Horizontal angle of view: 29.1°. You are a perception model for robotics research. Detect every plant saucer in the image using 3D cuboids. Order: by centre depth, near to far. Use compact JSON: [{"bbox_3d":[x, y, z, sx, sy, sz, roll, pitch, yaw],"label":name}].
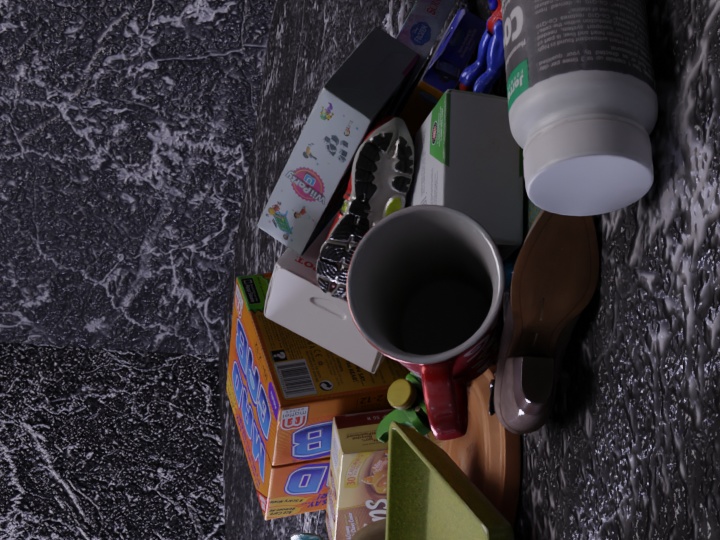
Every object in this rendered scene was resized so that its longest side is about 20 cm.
[{"bbox_3d":[0.088,0.270,1.322,0.200,0.047,0.203,-136,41,-54],"label":"plant saucer"},{"bbox_3d":[0.116,0.195,1.386,0.200,0.032,0.204,-176,90,-78],"label":"plant saucer"}]

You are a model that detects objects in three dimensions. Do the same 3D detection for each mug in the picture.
[{"bbox_3d":[0.060,0.053,1.231,0.200,0.132,0.180,55,-125,-74],"label":"mug"}]

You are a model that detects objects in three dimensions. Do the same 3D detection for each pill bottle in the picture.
[{"bbox_3d":[0.166,-0.153,1.051,0.113,0.111,0.203,116,155,-62],"label":"pill bottle"}]

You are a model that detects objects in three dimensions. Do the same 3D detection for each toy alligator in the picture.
[{"bbox_3d":[0.089,0.099,1.392,0.054,0.059,0.201,36,89,40],"label":"toy alligator"}]

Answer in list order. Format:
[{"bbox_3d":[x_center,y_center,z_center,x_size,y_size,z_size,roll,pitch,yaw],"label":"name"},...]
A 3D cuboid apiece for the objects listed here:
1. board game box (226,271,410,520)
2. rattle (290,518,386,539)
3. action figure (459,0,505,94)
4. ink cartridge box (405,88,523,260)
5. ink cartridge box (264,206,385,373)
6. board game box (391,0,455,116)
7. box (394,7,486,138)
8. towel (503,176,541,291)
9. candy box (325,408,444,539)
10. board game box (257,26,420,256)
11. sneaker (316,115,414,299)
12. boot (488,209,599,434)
[{"bbox_3d":[-0.034,0.134,1.613,0.202,0.197,0.201,100,156,-43],"label":"board game box"},{"bbox_3d":[-0.006,0.315,1.524,0.143,0.197,0.132,-112,29,-65],"label":"rattle"},{"bbox_3d":[0.139,-0.235,1.382,0.066,0.051,0.203,-119,38,-61],"label":"action figure"},{"bbox_3d":[0.091,-0.068,1.361,0.200,0.082,0.149,131,143,-70],"label":"ink cartridge box"},{"bbox_3d":[0.000,0.000,1.542,0.200,0.145,0.083,-53,-14,-48],"label":"ink cartridge box"},{"bbox_3d":[0.044,-0.231,1.592,0.201,0.041,0.200,-58,4,41],"label":"board game box"},{"bbox_3d":[0.074,-0.192,1.498,0.120,0.041,0.200,-63,6,-33],"label":"box"},{"bbox_3d":[0.157,-0.081,1.310,0.200,0.021,0.149,119,153,-62],"label":"towel"},{"bbox_3d":[0.024,0.237,1.543,0.202,0.114,0.056,95,166,-46],"label":"candy box"},{"bbox_3d":[-0.023,-0.136,1.461,0.148,0.064,0.201,-54,-4,-48],"label":"board game box"},{"bbox_3d":[0.012,-0.062,1.401,0.085,0.076,0.202,-81,12,-63],"label":"sneaker"},{"bbox_3d":[0.151,0.040,1.196,0.146,0.069,0.203,97,-172,-84],"label":"boot"}]
